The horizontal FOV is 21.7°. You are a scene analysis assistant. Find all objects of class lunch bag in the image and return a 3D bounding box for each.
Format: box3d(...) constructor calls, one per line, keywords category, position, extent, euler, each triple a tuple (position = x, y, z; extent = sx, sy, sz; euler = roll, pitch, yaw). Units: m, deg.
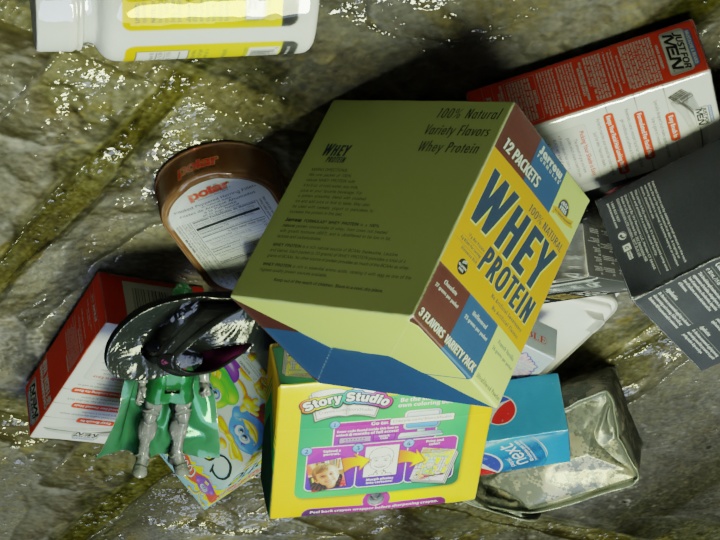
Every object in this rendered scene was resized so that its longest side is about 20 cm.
box3d(category="lunch bag", position=(0.187, 0.190, 1.966), extent=(0.199, 0.118, 0.164), euler=(-19, -177, 11))

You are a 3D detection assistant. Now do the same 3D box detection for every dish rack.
box3d(category="dish rack", position=(0.157, 0.064, 1.895), extent=(0.171, 0.044, 0.200), euler=(10, 141, -30))

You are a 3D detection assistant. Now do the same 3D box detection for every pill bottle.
box3d(category="pill bottle", position=(-0.135, -0.208, 1.342), extent=(0.199, 0.115, 0.115), euler=(-4, 146, -12))

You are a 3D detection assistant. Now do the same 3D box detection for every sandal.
box3d(category="sandal", position=(-0.127, 0.056, 1.649), extent=(0.199, 0.048, 0.076), euler=(-13, 121, -11))

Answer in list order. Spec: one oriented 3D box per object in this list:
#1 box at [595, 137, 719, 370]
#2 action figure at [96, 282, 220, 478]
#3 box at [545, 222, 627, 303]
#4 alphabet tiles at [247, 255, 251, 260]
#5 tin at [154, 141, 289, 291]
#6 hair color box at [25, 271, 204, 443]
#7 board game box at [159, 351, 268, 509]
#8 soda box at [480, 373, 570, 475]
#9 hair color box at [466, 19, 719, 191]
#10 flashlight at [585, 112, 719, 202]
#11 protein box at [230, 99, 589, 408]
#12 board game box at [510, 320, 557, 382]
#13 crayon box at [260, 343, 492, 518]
box3d(category="box", position=(0.329, -0.022, 1.621), extent=(0.181, 0.105, 0.200), euler=(-26, 150, 16))
box3d(category="action figure", position=(-0.174, 0.098, 1.714), extent=(0.117, 0.055, 0.201), euler=(-2, 122, -19))
box3d(category="box", position=(0.160, -0.002, 1.674), extent=(0.157, 0.050, 0.200), euler=(-9, 173, 24))
box3d(category="alphabet tiles", position=(0.000, 0.000, 1.697), extent=(0.199, 0.006, 0.167), euler=(-16, 131, -10))
box3d(category="tin", position=(-0.108, -0.042, 1.665), extent=(0.111, 0.042, 0.200), euler=(-22, 145, 7))
box3d(category="hair color box", position=(-0.234, 0.088, 1.792), extent=(0.110, 0.064, 0.200), euler=(9, 139, -29))
box3d(category="board game box", position=(-0.108, 0.124, 1.813), extent=(0.103, 0.105, 0.200), euler=(-31, 166, -45))
box3d(category="soda box", position=(0.101, 0.158, 1.824), extent=(0.199, 0.068, 0.064), euler=(-9, 144, 3))
box3d(category="hair color box", position=(0.201, -0.128, 1.596), extent=(0.199, 0.064, 0.111), euler=(-16, 145, 9))
box3d(category="flashlight", position=(0.233, -0.085, 1.683), extent=(0.199, 0.068, 0.068), euler=(-18, 109, 5))
box3d(category="protein box", position=(0.042, -0.018, 1.516), extent=(0.198, 0.201, 0.135), euler=(5, 149, 42))
box3d(category="board game box", position=(0.057, 0.085, 1.846), extent=(0.199, 0.041, 0.200), euler=(25, 134, -18))
box3d(category="crayon box", position=(0.014, 0.139, 1.698), extent=(0.199, 0.058, 0.173), euler=(-4, 131, -12))
